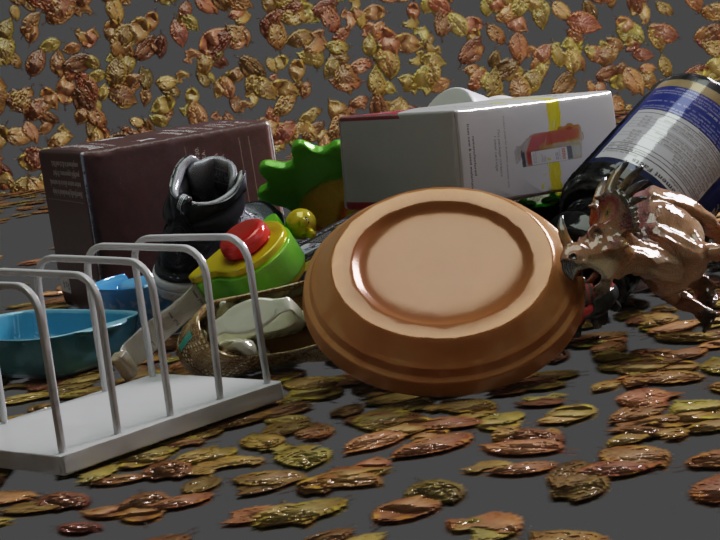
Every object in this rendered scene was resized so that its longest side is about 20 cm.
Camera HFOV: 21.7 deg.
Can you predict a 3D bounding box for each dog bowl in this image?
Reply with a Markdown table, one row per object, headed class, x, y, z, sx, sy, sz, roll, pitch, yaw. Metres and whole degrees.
| class | x | y | z | sx | sy | sz | roll | pitch | yaw |
| --- | --- | --- | --- | --- | --- | --- | --- | --- | --- |
| dog bowl | -0.152 | 0.020 | 1.731 | 0.200 | 0.050 | 0.111 | -14 | 11 | -41 |

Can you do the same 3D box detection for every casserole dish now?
| class | x | y | z | sx | sy | sz | roll | pitch | yaw |
| --- | --- | --- | --- | --- | --- | --- | --- | --- | --- |
| casserole dish | -0.275 | 0.062 | 1.598 | 0.200 | 0.039 | 0.121 | -1 | 11 | 41 |

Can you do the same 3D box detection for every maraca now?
| class | x | y | z | sx | sy | sz | roll | pitch | yaw |
| --- | --- | --- | --- | --- | --- | --- | --- | --- | --- |
| maraca | -0.005 | -0.058 | 1.760 | 0.137 | 0.107 | 0.200 | -31 | -51 | 34 |

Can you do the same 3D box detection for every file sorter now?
| class | x | y | z | sx | sy | sz | roll | pitch | yaw |
| --- | --- | --- | --- | --- | --- | --- | --- | --- | --- |
| file sorter | -0.177 | 0.050 | 1.288 | 0.139 | 0.125 | 0.200 | 1 | 11 | 43 |

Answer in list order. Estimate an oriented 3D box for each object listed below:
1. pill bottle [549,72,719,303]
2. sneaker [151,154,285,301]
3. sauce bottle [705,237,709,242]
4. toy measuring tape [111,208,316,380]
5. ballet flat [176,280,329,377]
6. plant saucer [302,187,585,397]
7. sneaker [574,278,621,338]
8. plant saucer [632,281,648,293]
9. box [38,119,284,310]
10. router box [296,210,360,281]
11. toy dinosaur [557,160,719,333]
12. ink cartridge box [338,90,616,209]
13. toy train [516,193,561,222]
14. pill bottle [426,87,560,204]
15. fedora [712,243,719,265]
| class | x | y | z | sx | sy | sz | roll | pitch | yaw |
| --- | --- | --- | --- | --- | --- | --- | --- | --- | --- |
| pill bottle | 0.233 | -0.063 | 1.534 | 0.112 | 0.112 | 0.200 | 2 | 40 | 49 |
| sneaker | -0.115 | -0.050 | 1.652 | 0.075 | 0.114 | 0.200 | 16 | 25 | 18 |
| sauce bottle | 0.282 | -0.049 | 1.751 | 0.066 | 0.066 | 0.200 | -7 | 7 | 1 |
| toy measuring tape | -0.106 | 0.019 | 1.481 | 0.200 | 0.074 | 0.074 | -41 | 20 | -17 |
| ballet flat | -0.041 | 0.036 | 1.431 | 0.200 | 0.071 | 0.065 | -17 | -20 | -13 |
| plant saucer | 0.058 | 0.005 | 1.318 | 0.200 | 0.038 | 0.200 | -2 | 43 | 2 |
| sneaker | 0.093 | 0.011 | 1.401 | 0.200 | 0.098 | 0.071 | -7 | 6 | -1 |
| plant saucer | 0.166 | 0.000 | 1.634 | 0.200 | 0.035 | 0.200 | -8 | 9 | 1 |
| box | -0.196 | -0.056 | 1.888 | 0.200 | 0.165 | 0.166 | -11 | 9 | -23 |
| router box | 0.000 | 0.000 | 1.596 | 0.200 | 0.052 | 0.157 | -28 | 19 | -36 |
| toy dinosaur | 0.215 | -0.028 | 1.368 | 0.135 | 0.086 | 0.200 | 32 | 15 | 3 |
| ink cartridge box | 0.103 | -0.103 | 1.606 | 0.200 | 0.084 | 0.145 | -10 | 7 | -42 |
| toy train | 0.164 | -0.046 | 1.689 | 0.200 | 0.042 | 0.056 | -8 | -7 | 28 |
| pill bottle | 0.156 | -0.101 | 1.803 | 0.200 | 0.115 | 0.114 | 18 | -8 | -33 |
| fedora | 0.384 | -0.060 | 1.621 | 0.200 | 0.092 | 0.201 | -7 | 9 | 1 |
